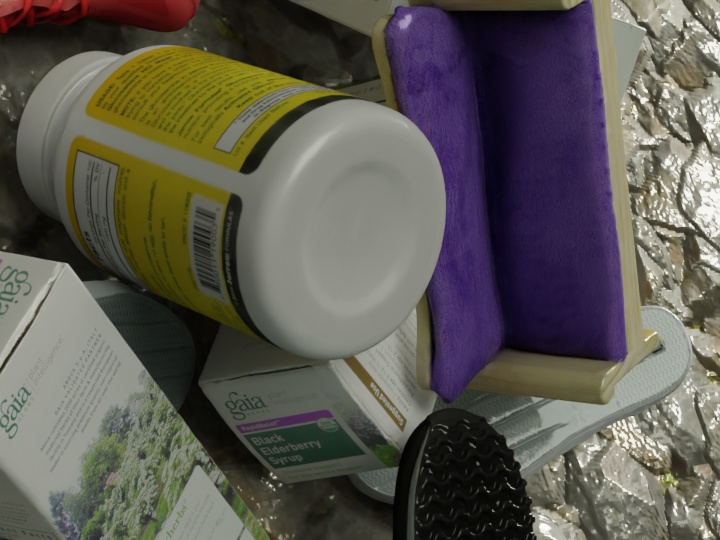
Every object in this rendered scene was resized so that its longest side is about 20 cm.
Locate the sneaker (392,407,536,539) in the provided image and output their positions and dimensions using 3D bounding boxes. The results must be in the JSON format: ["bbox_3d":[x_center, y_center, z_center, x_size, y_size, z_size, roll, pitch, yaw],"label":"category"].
[{"bbox_3d":[0.033,0.166,1.030,0.070,0.090,0.202,-5,86,-36],"label":"sneaker"}]

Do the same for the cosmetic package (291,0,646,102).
[{"bbox_3d":[0.030,-0.143,1.158,0.150,0.200,0.052,12,102,-31],"label":"cosmetic package"}]

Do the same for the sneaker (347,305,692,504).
[{"bbox_3d":[0.078,0.075,1.155,0.198,0.071,0.074,-16,81,-20],"label":"sneaker"}]

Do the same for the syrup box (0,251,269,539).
[{"bbox_3d":[-0.122,0.083,0.913,0.079,0.081,0.200,-63,140,-29],"label":"syrup box"}]

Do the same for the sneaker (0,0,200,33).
[{"bbox_3d":[-0.177,-0.121,1.070,0.198,0.078,0.117,15,66,-17],"label":"sneaker"}]

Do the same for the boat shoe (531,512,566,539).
[{"bbox_3d":[0.100,0.209,1.094,0.070,0.070,0.202,17,57,-29],"label":"boat shoe"}]

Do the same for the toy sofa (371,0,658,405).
[{"bbox_3d":[0.074,-0.038,1.024,0.097,0.082,0.202,-33,121,-52],"label":"toy sofa"}]

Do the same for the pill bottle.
[{"bbox_3d":[-0.065,-0.039,1.007,0.112,0.199,0.113,-18,117,-39],"label":"pill bottle"}]

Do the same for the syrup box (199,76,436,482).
[{"bbox_3d":[0.000,0.000,1.101,0.082,0.078,0.201,50,43,-35],"label":"syrup box"}]

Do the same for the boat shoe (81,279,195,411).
[{"bbox_3d":[-0.153,0.032,0.992,0.199,0.066,0.074,13,92,-58],"label":"boat shoe"}]
